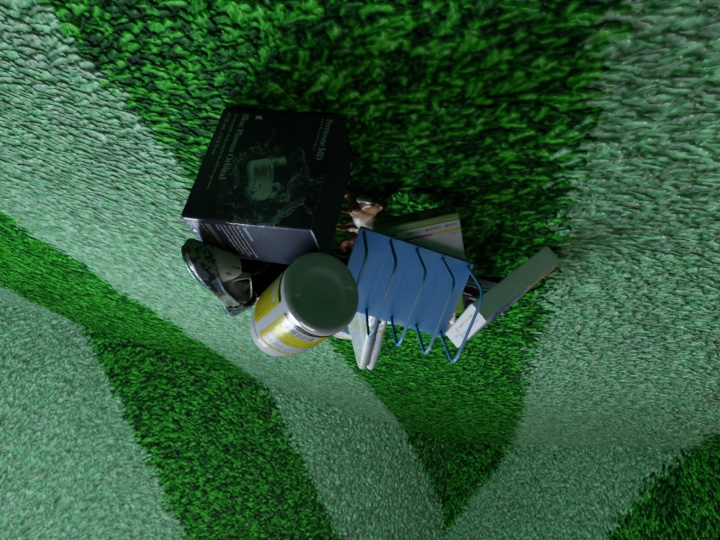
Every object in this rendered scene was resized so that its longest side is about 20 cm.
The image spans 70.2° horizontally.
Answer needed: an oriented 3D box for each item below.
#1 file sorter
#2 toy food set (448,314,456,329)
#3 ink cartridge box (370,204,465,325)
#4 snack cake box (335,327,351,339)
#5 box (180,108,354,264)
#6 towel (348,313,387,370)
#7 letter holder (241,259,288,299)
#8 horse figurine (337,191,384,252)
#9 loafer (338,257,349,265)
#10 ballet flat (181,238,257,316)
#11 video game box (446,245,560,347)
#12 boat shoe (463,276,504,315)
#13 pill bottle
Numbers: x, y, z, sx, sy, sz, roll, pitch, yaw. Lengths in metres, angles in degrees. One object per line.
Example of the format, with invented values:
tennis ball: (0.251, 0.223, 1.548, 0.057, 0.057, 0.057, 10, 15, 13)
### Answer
file sorter: (0.073, 0.040, 0.799, 0.197, 0.141, 0.123, 17, -162, -8)
toy food set: (0.134, 0.056, 1.115, 0.143, 0.060, 0.201, 37, 162, 26)
ink cartridge box: (0.109, 0.004, 0.891, 0.145, 0.204, 0.076, -12, -163, 2)
snack cake box: (-0.084, 0.117, 1.298, 0.198, 0.068, 0.114, 27, 162, -37)
box: (-0.129, -0.125, 0.768, 0.196, 0.200, 0.118, 7, 155, 12)
towel: (0.010, 0.078, 1.037, 0.047, 0.173, 0.202, -5, 136, -15)
letter holder: (-0.156, -0.044, 0.932, 0.140, 0.201, 0.102, -5, 120, 31)
horse figurine: (-0.011, -0.098, 0.951, 0.130, 0.051, 0.201, 8, 156, 11)
loafer: (0.000, 0.000, 1.136, 0.197, 0.073, 0.063, 8, 143, -26)
ballet flat: (-0.205, 0.006, 0.782, 0.073, 0.075, 0.201, 8, 156, 9)
video game box: (0.270, 0.056, 0.992, 0.047, 0.199, 0.183, 51, 162, 13)
boat shoe: (0.229, 0.055, 1.134, 0.196, 0.072, 0.072, 8, 157, 20)
pill bottle: (-0.093, 0.060, 0.760, 0.113, 0.116, 0.200, 22, 152, -20)
